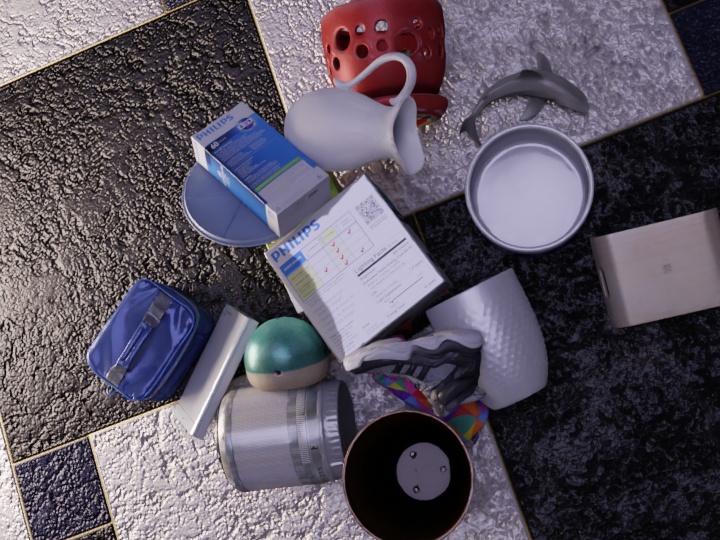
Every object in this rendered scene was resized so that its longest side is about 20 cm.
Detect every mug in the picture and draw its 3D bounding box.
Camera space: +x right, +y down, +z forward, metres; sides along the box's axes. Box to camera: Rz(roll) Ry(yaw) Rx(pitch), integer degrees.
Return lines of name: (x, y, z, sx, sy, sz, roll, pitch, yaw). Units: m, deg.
mug: (0.176, 0.119, 1.468, 0.198, 0.148, 0.177, -25, 85, -14)

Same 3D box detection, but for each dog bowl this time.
dog bowl: (0.265, -0.123, 1.562, 0.197, 0.079, 0.203, -1, 82, 10)

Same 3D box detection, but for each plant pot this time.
plant pot: (0.041, -0.320, 1.578, 0.198, 0.200, 0.185, -6, 89, 10)
plant pot: (0.082, 0.303, 1.471, 0.184, 0.200, 0.190, -2, 81, 10)

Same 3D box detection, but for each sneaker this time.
sneaker: (0.048, 0.064, 1.590, 0.199, 0.070, 0.094, -32, 60, 7)
sneaker: (0.079, 0.150, 1.386, 0.197, 0.075, 0.115, -9, 93, 4)

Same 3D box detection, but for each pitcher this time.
pitcher: (-0.008, -0.229, 1.449, 0.198, 0.121, 0.174, 7, 98, 29)

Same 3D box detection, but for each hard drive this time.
hard drive: (-0.234, 0.158, 1.595, 0.026, 0.132, 0.202, 27, 87, -24)

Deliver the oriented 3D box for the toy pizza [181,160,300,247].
toy pizza: (-0.168, -0.113, 1.487, 0.197, 0.032, 0.202, 0, 56, 0)

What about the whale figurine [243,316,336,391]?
whale figurine: (-0.107, 0.114, 1.533, 0.157, 0.200, 0.105, -8, 102, 12)

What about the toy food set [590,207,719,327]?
toy food set: (0.466, -0.003, 1.525, 0.197, 0.060, 0.145, -14, 91, 10)

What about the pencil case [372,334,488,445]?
pencil case: (0.106, 0.185, 1.513, 0.199, 0.088, 0.089, 40, 90, -10)

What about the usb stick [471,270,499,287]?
usb stick: (0.223, 0.103, 1.561, 0.055, 0.033, 0.202, -18, 79, 15)

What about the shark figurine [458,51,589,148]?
shark figurine: (0.247, -0.289, 1.588, 0.212, 0.090, 0.130, -16, 78, 6)

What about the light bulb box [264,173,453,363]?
light bulb box: (0.000, 0.000, 1.484, 0.198, 0.125, 0.201, -38, 80, 6)

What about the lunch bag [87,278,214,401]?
lunch bag: (-0.347, 0.119, 1.614, 0.135, 0.132, 0.201, 32, 88, 13)

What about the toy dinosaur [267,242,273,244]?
toy dinosaur: (-0.167, -0.135, 1.589, 0.199, 0.105, 0.182, 32, 59, 11)

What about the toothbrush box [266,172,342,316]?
toothbrush box: (-0.071, -0.047, 1.611, 0.144, 0.086, 0.202, -27, 79, 6)

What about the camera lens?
camera lens: (-0.115, 0.253, 1.536, 0.197, 0.160, 0.162, -8, 80, 9)

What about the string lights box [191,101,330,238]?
string lights box: (-0.146, -0.151, 1.456, 0.102, 0.059, 0.200, -38, 63, -21)
